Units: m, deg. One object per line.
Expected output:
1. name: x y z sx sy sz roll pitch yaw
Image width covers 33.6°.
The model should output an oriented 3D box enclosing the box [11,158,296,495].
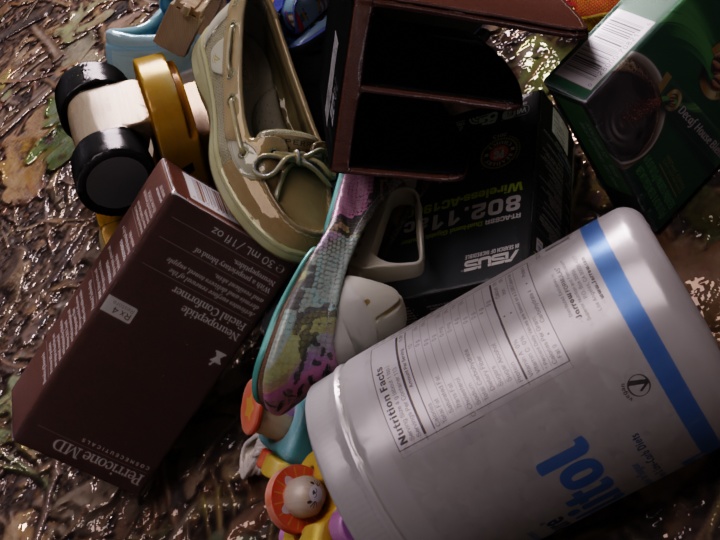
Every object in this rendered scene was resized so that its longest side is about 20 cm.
1. box: -0.141 0.039 0.796 0.201 0.100 0.075 -55 25 12

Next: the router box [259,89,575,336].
1. router box: 0.040 -0.023 0.790 0.199 0.062 0.151 -14 49 28

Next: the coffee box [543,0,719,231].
1. coffee box: 0.210 -0.136 0.714 0.200 0.123 0.044 -45 39 -7

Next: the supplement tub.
1. supplement tub: 0.086 0.069 0.621 0.199 0.132 0.132 -31 41 13

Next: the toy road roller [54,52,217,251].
1. toy road roller: -0.133 -0.065 0.886 0.145 0.201 0.123 -16 44 -9

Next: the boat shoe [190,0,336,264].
1. boat shoe: -0.058 -0.097 0.784 0.063 0.073 0.202 -48 48 40

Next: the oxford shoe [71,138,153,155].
1. oxford shoe: -0.199 -0.104 1.036 0.199 0.074 0.071 16 66 45

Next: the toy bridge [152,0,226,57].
1. toy bridge: -0.117 -0.216 0.917 0.068 0.027 0.200 -61 9 20

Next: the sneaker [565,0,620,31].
1. sneaker: 0.188 -0.192 0.837 0.200 0.073 0.078 36 102 53

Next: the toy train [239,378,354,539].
1. toy train: -0.058 0.142 0.691 0.150 0.055 0.201 -49 30 31

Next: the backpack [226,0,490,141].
1. backpack: -0.025 -0.204 0.939 0.182 0.135 0.200 -37 33 -13

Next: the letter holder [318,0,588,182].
1. letter holder: 0.052 -0.131 0.741 0.141 0.101 0.200 6 22 -6

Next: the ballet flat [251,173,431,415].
1. ballet flat: 0.000 0.000 0.700 0.071 0.069 0.201 11 52 13

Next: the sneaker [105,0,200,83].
1. sneaker: -0.132 -0.217 1.044 0.199 0.082 0.074 -33 37 -26
